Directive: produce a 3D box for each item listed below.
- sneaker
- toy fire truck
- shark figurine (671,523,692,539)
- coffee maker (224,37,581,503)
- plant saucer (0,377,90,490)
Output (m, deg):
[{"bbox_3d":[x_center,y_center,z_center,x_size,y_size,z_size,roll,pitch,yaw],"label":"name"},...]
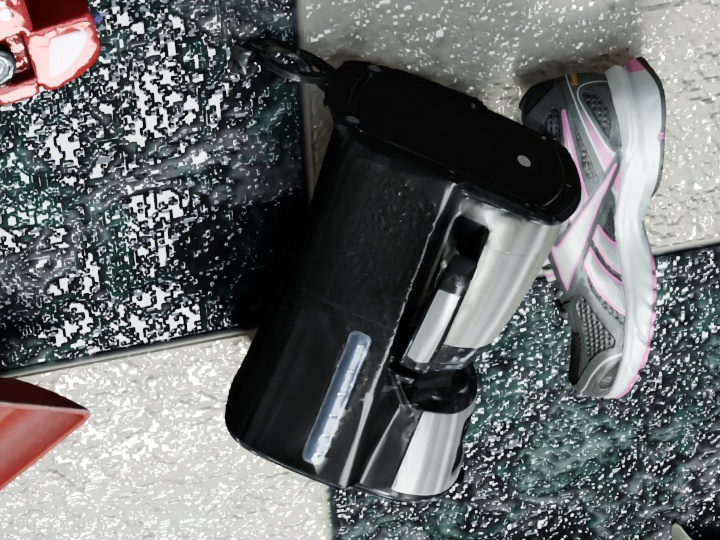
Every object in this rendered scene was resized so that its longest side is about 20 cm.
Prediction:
[{"bbox_3d":[0.119,-0.025,1.471,0.086,0.080,0.201,-1,113,-3],"label":"sneaker"},{"bbox_3d":[-0.147,-0.190,1.290,0.140,0.049,0.201,-19,124,-6],"label":"toy fire truck"},{"bbox_3d":[0.284,0.176,1.621,0.089,0.214,0.129,-40,98,-36],"label":"shark figurine"},{"bbox_3d":[0.000,0.000,1.414,0.134,0.192,0.201,-23,142,-57],"label":"coffee maker"},{"bbox_3d":[-0.273,0.109,1.377,0.199,0.037,0.200,-38,156,23],"label":"plant saucer"}]
